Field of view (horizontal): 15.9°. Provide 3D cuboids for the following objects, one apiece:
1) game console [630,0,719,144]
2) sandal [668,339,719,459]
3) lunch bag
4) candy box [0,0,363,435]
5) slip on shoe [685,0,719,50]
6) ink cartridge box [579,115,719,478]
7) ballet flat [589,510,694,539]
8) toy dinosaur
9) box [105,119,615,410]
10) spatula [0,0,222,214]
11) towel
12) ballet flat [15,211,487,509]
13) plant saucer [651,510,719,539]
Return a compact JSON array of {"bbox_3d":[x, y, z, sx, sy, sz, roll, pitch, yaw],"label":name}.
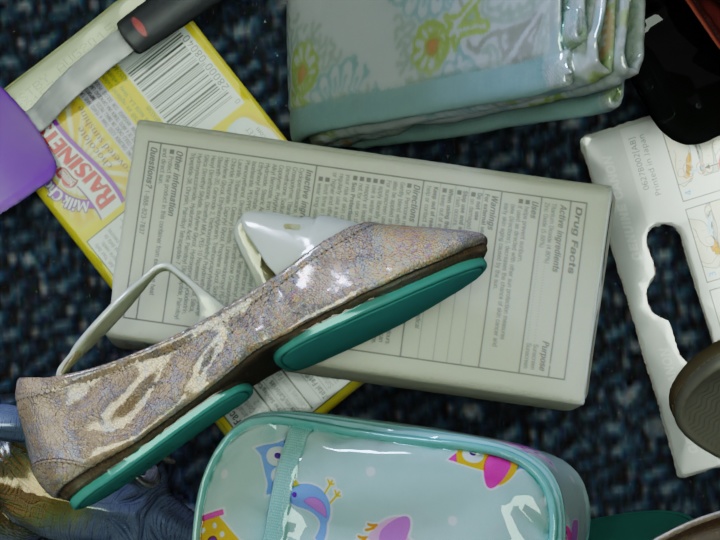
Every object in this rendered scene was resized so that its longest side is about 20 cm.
[{"bbox_3d":[0.170,-0.181,1.121,0.200,0.116,0.176,-31,104,0],"label":"game console"},{"bbox_3d":[0.223,0.087,1.077,0.200,0.055,0.082,32,115,-13],"label":"sandal"},{"bbox_3d":[0.000,0.159,1.011,0.160,0.077,0.201,9,86,15],"label":"lunch bag"},{"bbox_3d":[-0.068,-0.022,1.130,0.102,0.026,0.200,-38,86,-1],"label":"candy box"},{"bbox_3d":[0.186,-0.082,1.039,0.200,0.074,0.061,47,63,-22],"label":"slip on shoe"},{"bbox_3d":[0.214,-0.012,1.122,0.199,0.050,0.162,-17,86,15],"label":"ink cartridge box"},{"bbox_3d":[0.055,0.155,1.100,0.199,0.073,0.073,-13,86,-6],"label":"ballet flat"},{"bbox_3d":[-0.111,0.084,1.099,0.181,0.200,0.105,13,114,-35],"label":"toy dinosaur"},{"bbox_3d":[0.000,0.000,1.076,0.199,0.078,0.095,9,84,0],"label":"box"},{"bbox_3d":[-0.113,-0.088,1.114,0.200,0.021,0.057,-37,79,-3],"label":"spatula"},{"bbox_3d":[0.040,-0.143,1.072,0.048,0.200,0.172,8,81,-41],"label":"towel"},{"bbox_3d":[-0.048,0.018,1.004,0.199,0.068,0.067,-30,80,-4],"label":"ballet flat"},{"bbox_3d":[0.161,0.183,1.076,0.199,0.032,0.201,-4,109,-11],"label":"plant saucer"}]
